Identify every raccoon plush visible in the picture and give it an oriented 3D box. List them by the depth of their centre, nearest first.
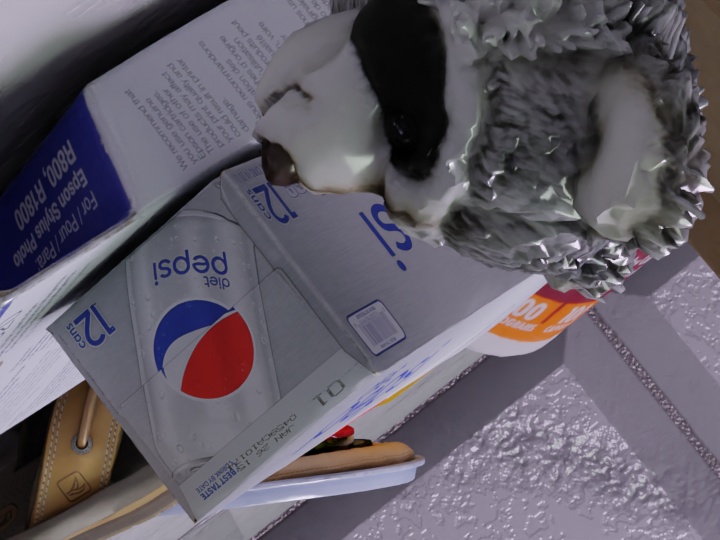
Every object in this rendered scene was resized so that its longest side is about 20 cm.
[{"bbox_3d":[0.055,-0.089,0.443,0.200,0.134,0.097,-39,173,8],"label":"raccoon plush"}]

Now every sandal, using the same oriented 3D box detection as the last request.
[{"bbox_3d":[-0.091,0.053,0.866,0.200,0.054,0.080,-34,-162,3],"label":"sandal"}]

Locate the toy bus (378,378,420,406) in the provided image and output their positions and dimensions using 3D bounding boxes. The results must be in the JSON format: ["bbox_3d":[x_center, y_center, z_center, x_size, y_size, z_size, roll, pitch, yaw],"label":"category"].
[{"bbox_3d":[-0.003,0.015,1.130,0.065,0.078,0.200,-39,174,7],"label":"toy bus"}]

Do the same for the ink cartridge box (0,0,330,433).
[{"bbox_3d":[-0.069,-0.011,0.733,0.200,0.043,0.196,-33,173,-38],"label":"ink cartridge box"}]

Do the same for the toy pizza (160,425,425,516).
[{"bbox_3d":[-0.074,0.079,1.091,0.200,0.032,0.200,-5,179,0],"label":"toy pizza"}]

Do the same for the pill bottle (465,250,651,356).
[{"bbox_3d":[0.087,-0.071,0.860,0.200,0.114,0.114,-42,173,32],"label":"pill bottle"}]

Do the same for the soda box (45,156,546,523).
[{"bbox_3d":[0.000,0.000,0.723,0.068,0.063,0.200,-40,175,24],"label":"soda box"}]

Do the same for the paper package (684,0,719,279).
[{"bbox_3d":[0.136,-0.098,0.592,0.200,0.191,0.103,-37,170,-19],"label":"paper package"}]
